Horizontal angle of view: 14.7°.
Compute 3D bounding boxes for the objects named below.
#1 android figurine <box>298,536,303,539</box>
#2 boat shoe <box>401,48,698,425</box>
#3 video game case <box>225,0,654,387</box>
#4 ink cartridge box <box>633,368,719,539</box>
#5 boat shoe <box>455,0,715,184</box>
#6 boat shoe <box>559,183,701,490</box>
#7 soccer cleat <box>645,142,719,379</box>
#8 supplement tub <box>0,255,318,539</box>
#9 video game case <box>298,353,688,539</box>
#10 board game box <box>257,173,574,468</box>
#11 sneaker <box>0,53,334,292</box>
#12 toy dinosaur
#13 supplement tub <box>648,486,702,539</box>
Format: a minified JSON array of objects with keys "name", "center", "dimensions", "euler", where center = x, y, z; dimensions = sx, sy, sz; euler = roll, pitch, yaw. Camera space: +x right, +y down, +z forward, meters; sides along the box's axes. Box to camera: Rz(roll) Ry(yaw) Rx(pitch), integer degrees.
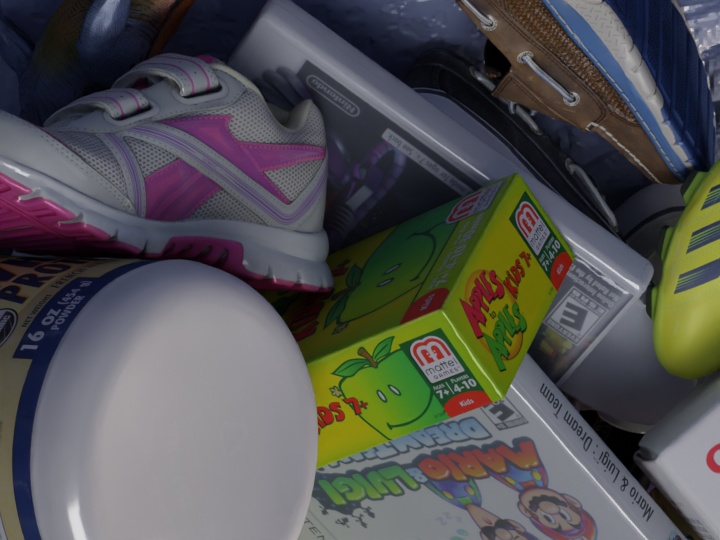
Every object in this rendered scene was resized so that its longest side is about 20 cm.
[{"name":"android figurine","center":[-0.084,0.118,1.279],"dimensions":[0.041,0.183,0.200],"euler":[-20,134,35]},{"name":"boat shoe","center":[0.085,-0.016,1.246],"dimensions":[0.200,0.068,0.072],"euler":[44,133,-18]},{"name":"video game case","center":[0.000,0.000,1.224],"dimensions":[0.199,0.023,0.182],"euler":[35,131,-4]},{"name":"ink cartridge box","center":[0.235,0.106,1.190],"dimensions":[0.145,0.084,0.200],"euler":[-41,89,-2]},{"name":"boat shoe","center":[0.088,-0.103,1.197],"dimensions":[0.072,0.073,0.200],"euler":[-16,134,27]},{"name":"boat shoe","center":[0.133,0.050,1.325],"dimensions":[0.073,0.066,0.201],"euler":[3,129,-11]},{"name":"soccer cleat","center":[0.197,-0.035,1.201],"dimensions":[0.201,0.084,0.065],"euler":[-54,141,-6]},{"name":"supplement tub","center":[-0.132,0.066,1.103],"dimensions":[0.199,0.145,0.145],"euler":[2,142,40]},{"name":"video game case","center":[0.048,0.113,1.246],"dimensions":[0.199,0.024,0.182],"euler":[-16,123,46]},{"name":"board game box","center":[-0.014,0.037,1.176],"dimensions":[0.199,0.102,0.048],"euler":[-23,113,35]},{"name":"sneaker","center":[-0.088,-0.046,1.118],"dimensions":[0.081,0.089,0.199],"euler":[2,173,41]},{"name":"toy dinosaur","center":[-0.114,-0.072,1.166],"dimensions":[0.198,0.105,0.182],"euler":[-2,134,-10]},{"name":"supplement tub","center":[0.212,0.128,1.313],"dimensions":[0.144,0.145,0.200],"euler":[34,104,-31]}]
